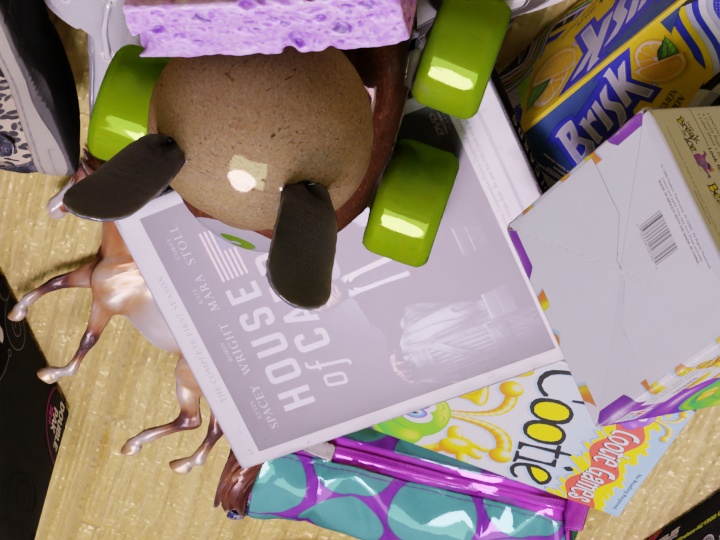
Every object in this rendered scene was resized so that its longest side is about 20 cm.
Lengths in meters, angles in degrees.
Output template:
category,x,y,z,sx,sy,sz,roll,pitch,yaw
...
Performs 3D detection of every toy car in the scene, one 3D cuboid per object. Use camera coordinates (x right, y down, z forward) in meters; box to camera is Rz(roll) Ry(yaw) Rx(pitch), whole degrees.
category,x,y,z,sx,sy,sz,roll,pitch,yaw
toy car,-0.043,-0.048,0.947,0.163,0.200,0.158,19,123,2

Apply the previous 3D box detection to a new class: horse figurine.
category,x,y,z,sx,sy,sz,roll,pitch,yaw
horse figurine,-0.110,0.039,1.257,0.200,0.050,0.133,44,119,-1

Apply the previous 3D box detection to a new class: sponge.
category,x,y,z,sx,sy,sz,roll,pitch,yaw
sponge,-0.020,-0.166,0.932,0.111,0.201,0.030,-1,138,16

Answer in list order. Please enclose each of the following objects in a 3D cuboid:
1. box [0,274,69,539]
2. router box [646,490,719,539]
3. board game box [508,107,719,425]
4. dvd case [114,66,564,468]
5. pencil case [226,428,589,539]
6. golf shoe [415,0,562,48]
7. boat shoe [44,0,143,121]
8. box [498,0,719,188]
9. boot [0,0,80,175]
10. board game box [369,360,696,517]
category,x,y,z,sx,sy,sz,roll,pitch,yaw
box,-0.264,0.073,1.281,0.124,0.149,0.201,-4,134,15
router box,0.277,0.200,1.344,0.199,0.062,0.150,31,135,-18
board game box,0.185,-0.007,1.038,0.199,0.105,0.103,-5,155,-41
dvd case,0.000,0.000,1.090,0.199,0.025,0.151,-20,109,17
pencil case,0.029,0.120,1.304,0.199,0.086,0.092,11,167,1
golf shoe,0.045,-0.134,1.057,0.199,0.078,0.095,-6,152,22
boat shoe,-0.117,-0.136,1.082,0.068,0.072,0.200,-8,146,-3
box,0.133,-0.097,1.061,0.064,0.070,0.200,32,134,-21
boot,-0.227,-0.108,1.084,0.153,0.074,0.204,-7,144,6
board game box,0.068,0.031,1.188,0.199,0.103,0.105,20,137,-7
